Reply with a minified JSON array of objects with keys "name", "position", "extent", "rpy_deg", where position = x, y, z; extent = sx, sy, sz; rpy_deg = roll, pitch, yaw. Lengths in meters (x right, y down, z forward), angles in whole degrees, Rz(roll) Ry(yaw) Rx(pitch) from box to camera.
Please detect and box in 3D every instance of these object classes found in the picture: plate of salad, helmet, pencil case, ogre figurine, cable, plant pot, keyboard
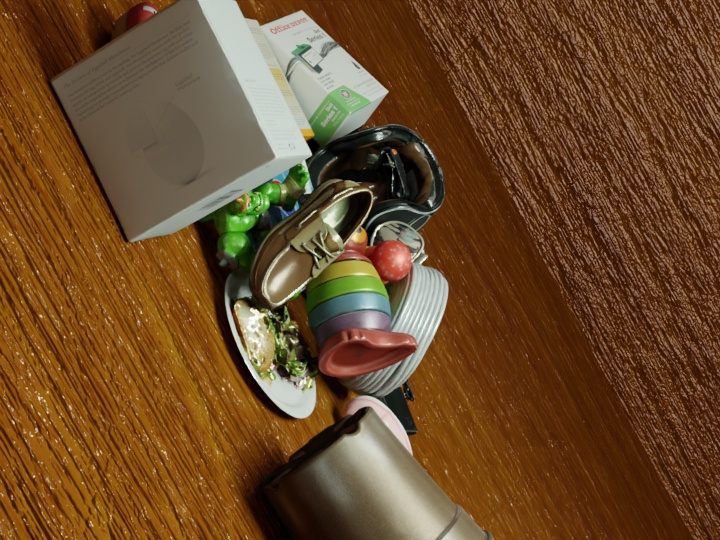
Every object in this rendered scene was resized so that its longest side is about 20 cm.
[{"name":"plate of salad","position":[-0.101,0.084,1.555],"extent":[0.200,0.048,0.200],"rpy_deg":[53,19,-27]},{"name":"helmet","position":[0.009,-0.118,1.924],"extent":[0.200,0.190,0.201],"rpy_deg":[28,50,-39]},{"name":"pencil case","position":[0.055,0.020,1.867],"extent":[0.089,0.078,0.200],"rpy_deg":[47,-22,30]},{"name":"ogre figurine","position":[-0.128,-0.068,1.566],"extent":[0.120,0.098,0.201],"rpy_deg":[3,93,-36]},{"name":"cable","position":[0.038,0.077,1.717],"extent":[0.069,0.200,0.200],"rpy_deg":[31,8,-16]},{"name":"plant pot","position":[0.008,0.268,1.380],"extent":[0.199,0.200,0.200],"rpy_deg":[55,17,-1]},{"name":"keyboard","position":[0.039,0.155,1.912],"extent":[0.127,0.021,0.201],"rpy_deg":[16,50,-60]}]

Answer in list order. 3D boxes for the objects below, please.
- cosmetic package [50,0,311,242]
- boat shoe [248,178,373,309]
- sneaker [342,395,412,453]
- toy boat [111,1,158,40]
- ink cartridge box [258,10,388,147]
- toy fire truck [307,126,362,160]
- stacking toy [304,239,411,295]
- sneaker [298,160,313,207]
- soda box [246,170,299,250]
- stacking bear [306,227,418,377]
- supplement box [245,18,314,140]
[{"name":"cosmetic package","position":[-0.195,-0.167,1.394],"extent":[0.201,0.199,0.123],"rpy_deg":[63,17,1]},{"name":"boat shoe","position":[-0.056,-0.038,1.517],"extent":[0.076,0.074,0.200],"rpy_deg":[53,59,-29]},{"name":"sneaker","position":[0.029,0.258,1.623],"extent":[0.105,0.075,0.201],"rpy_deg":[-4,72,-77]},{"name":"toy boat","position":[-0.215,-0.249,1.577],"extent":[0.200,0.130,0.131],"rpy_deg":[51,20,-34]},{"name":"ink cartridge box","position":[-0.077,-0.304,1.993],"extent":[0.200,0.084,0.146],"rpy_deg":[44,34,4]},{"name":"toy fire truck","position":[0.000,-0.160,2.129],"extent":[0.200,0.128,0.176],"rpy_deg":[63,12,-45]},{"name":"stacking toy","position":[0.000,0.000,1.714],"extent":[0.085,0.200,0.086],"rpy_deg":[7,76,-28]},{"name":"sneaker","position":[-0.085,-0.080,1.806],"extent":[0.090,0.078,0.201],"rpy_deg":[60,19,-54]},{"name":"soda box","position":[-0.123,-0.076,1.697],"extent":[0.064,0.068,0.201],"rpy_deg":[41,27,-51]},{"name":"stacking bear","position":[-0.018,0.023,1.608],"extent":[0.121,0.114,0.201],"rpy_deg":[7,59,-36]},{"name":"supplement box","position":[-0.159,-0.269,1.873],"extent":[0.201,0.073,0.126],"rpy_deg":[63,17,1]}]
